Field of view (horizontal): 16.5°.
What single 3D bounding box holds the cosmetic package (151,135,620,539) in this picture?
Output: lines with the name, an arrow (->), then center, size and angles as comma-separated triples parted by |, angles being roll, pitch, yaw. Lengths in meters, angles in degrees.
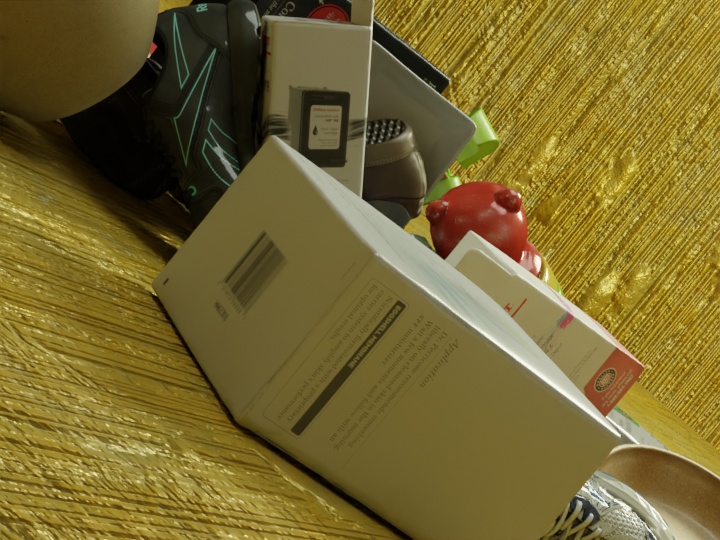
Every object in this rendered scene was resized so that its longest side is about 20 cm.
cosmetic package -> 0.012, 0.050, 1.425 | 0.200, 0.123, 0.199 | 38, 6, -28

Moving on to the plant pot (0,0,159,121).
plant pot -> -0.204, -0.176, 1.584 | 0.135, 0.200, 0.200 | 61, -5, -27

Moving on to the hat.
hat -> -0.164, -0.109, 1.749 | 0.201, 0.081, 0.201 | 56, 2, -3

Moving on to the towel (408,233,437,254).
towel -> 0.000, 0.000, 1.776 | 0.199, 0.023, 0.144 | 9, 22, -32

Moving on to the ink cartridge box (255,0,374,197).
ink cartridge box -> -0.034, -0.107, 1.653 | 0.066, 0.201, 0.116 | 3, 7, -7

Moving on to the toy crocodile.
toy crocodile -> 0.012, -0.075, 1.924 | 0.062, 0.199, 0.068 | -11, 86, -80

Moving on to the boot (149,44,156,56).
boot -> -0.169, -0.155, 2.149 | 0.144, 0.072, 0.200 | 36, 15, -34

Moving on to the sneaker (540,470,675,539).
sneaker -> 0.126, 0.157, 1.625 | 0.200, 0.077, 0.085 | 47, 28, 7

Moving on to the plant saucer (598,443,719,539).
plant saucer -> 0.234, 0.210, 1.760 | 0.200, 0.035, 0.201 | 27, 31, -18

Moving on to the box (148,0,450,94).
box -> -0.065, -0.137, 1.991 | 0.182, 0.200, 0.104 | 35, 5, -31

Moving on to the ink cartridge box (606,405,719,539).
ink cartridge box -> 0.231, 0.190, 1.912 | 0.200, 0.084, 0.145 | 40, 6, 2

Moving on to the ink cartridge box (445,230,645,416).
ink cartridge box -> 0.090, 0.054, 1.724 | 0.200, 0.117, 0.068 | 35, 8, -40

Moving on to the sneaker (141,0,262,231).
sneaker -> -0.104, -0.080, 1.627 | 0.079, 0.201, 0.075 | 1, -16, -8

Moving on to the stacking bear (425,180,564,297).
stacking bear -> 0.104, 0.017, 1.926 | 0.114, 0.121, 0.201 | -79, 158, -49

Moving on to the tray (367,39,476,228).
tray -> -0.004, -0.070, 1.883 | 0.107, 0.200, 0.022 | 39, 26, 4

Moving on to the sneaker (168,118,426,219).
sneaker -> -0.048, -0.057, 1.851 | 0.071, 0.199, 0.076 | -61, 138, -57
